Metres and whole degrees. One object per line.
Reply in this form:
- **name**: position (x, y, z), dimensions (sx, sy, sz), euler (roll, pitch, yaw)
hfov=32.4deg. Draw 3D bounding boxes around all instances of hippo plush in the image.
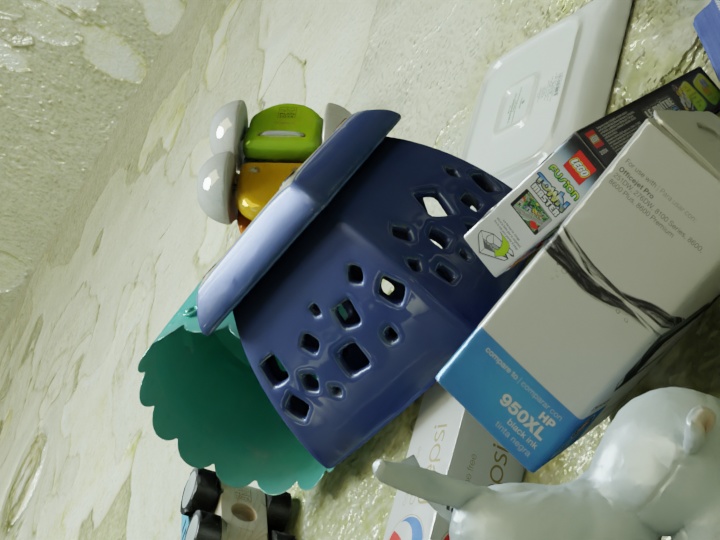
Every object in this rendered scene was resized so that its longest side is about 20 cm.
- **hippo plush**: position (0.139, 0.135, 0.657), dimensions (0.161, 0.200, 0.159), euler (-38, -13, 4)

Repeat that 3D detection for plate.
- **plate**: position (0.146, -0.138, 1.085), dimensions (0.200, 0.032, 0.200), euler (-23, 45, 58)

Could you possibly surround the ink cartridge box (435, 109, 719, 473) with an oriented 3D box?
- **ink cartridge box**: position (0.157, 0.009, 0.734), dimensions (0.200, 0.084, 0.144), euler (-54, -18, 24)

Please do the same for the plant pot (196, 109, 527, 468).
- **plant pot**: position (0.000, 0.000, 0.981), dimensions (0.200, 0.180, 0.200), euler (-47, 4, 37)

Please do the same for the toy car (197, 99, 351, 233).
- **toy car**: position (-0.091, -0.103, 1.457), dimensions (0.150, 0.174, 0.201), euler (86, -173, -48)

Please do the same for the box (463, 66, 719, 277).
- **box**: position (0.159, -0.069, 0.815), dimensions (0.200, 0.035, 0.110), euler (-29, -12, -49)

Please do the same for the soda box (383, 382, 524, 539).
- **soda box**: position (0.063, 0.175, 0.877), dimensions (0.068, 0.064, 0.201), euler (-23, 45, 58)

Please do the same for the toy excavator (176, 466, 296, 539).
- **toy excavator**: position (-0.148, 0.283, 1.211), dimensions (0.195, 0.100, 0.201), euler (-104, 37, -61)

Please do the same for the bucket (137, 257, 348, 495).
- **bucket**: position (-0.088, 0.087, 1.132), dimensions (0.207, 0.207, 0.135), euler (-42, 16, 42)

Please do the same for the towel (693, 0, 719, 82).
- **towel**: position (0.305, -0.200, 0.816), dimensions (0.200, 0.024, 0.145), euler (-48, 25, 30)
